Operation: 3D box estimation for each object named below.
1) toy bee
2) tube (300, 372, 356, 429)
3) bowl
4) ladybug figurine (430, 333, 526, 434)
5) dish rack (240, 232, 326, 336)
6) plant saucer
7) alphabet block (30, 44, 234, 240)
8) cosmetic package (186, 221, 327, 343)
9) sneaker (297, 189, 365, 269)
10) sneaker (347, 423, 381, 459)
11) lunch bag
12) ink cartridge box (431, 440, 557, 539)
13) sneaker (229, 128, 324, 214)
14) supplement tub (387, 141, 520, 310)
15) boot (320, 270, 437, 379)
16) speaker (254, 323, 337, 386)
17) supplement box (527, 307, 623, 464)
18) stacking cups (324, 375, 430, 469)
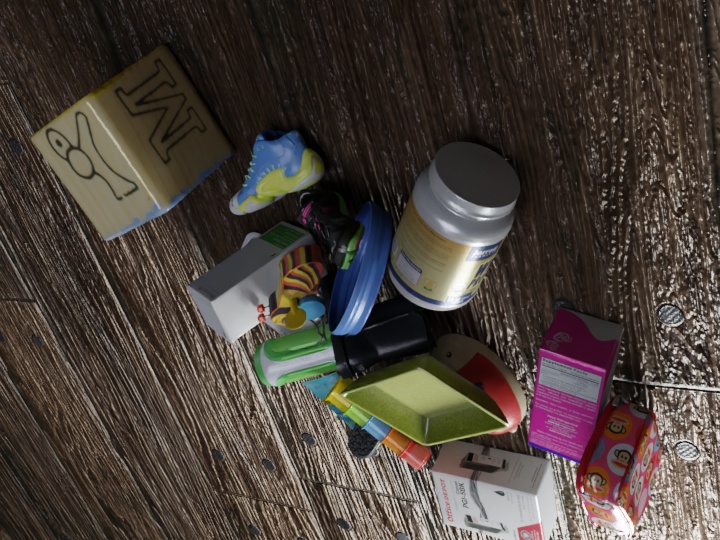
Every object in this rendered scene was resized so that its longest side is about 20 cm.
[{"bbox_3d":[-0.105,0.050,1.292,0.106,0.132,0.204,-7,120,-6],"label":"toy bee"},{"bbox_3d":[-0.021,0.244,1.538,0.076,0.051,0.200,-22,131,23],"label":"tube"},{"bbox_3d":[0.000,0.000,1.274,0.039,0.204,0.202,16,137,-10],"label":"bowl"},{"bbox_3d":[0.187,0.194,1.385,0.200,0.072,0.135,46,136,-7],"label":"ladybug figurine"},{"bbox_3d":[-0.149,0.044,1.515,0.198,0.044,0.173,36,135,3],"label":"dish rack"},{"bbox_3d":[0.101,0.196,1.322,0.198,0.049,0.198,34,144,-26],"label":"plant saucer"},{"bbox_3d":[-0.357,-0.199,1.351,0.193,0.197,0.202,-17,114,40],"label":"alphabet block"},{"bbox_3d":[-0.165,0.016,1.372,0.107,0.198,0.086,21,140,52],"label":"cosmetic package"},{"bbox_3d":[-0.051,-0.064,1.258,0.082,0.200,0.078,15,108,-24],"label":"sneaker"},{"bbox_3d":[0.047,0.246,1.509,0.072,0.083,0.201,43,103,15],"label":"sneaker"},{"bbox_3d":[0.386,0.278,1.243,0.081,0.178,0.201,17,154,33],"label":"lunch bag"},{"bbox_3d":[0.235,0.392,1.503,0.196,0.083,0.149,5,128,30],"label":"ink cartridge box"},{"bbox_3d":[-0.144,-0.162,1.336,0.197,0.076,0.107,-20,100,35],"label":"sneaker"},{"bbox_3d":[0.126,-0.059,1.171,0.143,0.145,0.202,30,136,9],"label":"supplement tub"},{"bbox_3d":[0.029,0.066,1.378,0.165,0.203,0.077,-19,142,6],"label":"boot"},{"bbox_3d":[-0.083,0.142,1.480,0.196,0.089,0.090,-16,116,19],"label":"speaker"},{"bbox_3d":[0.315,0.172,1.259,0.101,0.101,0.203,17,131,22],"label":"supplement box"},{"bbox_3d":[0.035,0.253,1.438,0.198,0.061,0.061,37,137,-1],"label":"stacking cups"}]
